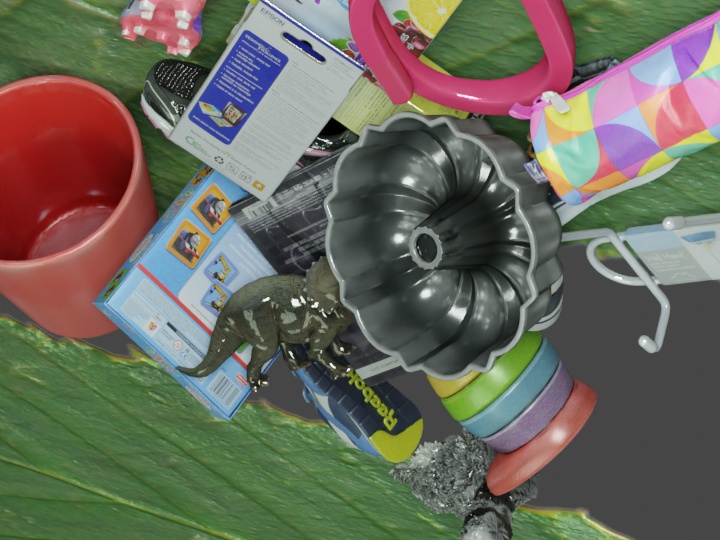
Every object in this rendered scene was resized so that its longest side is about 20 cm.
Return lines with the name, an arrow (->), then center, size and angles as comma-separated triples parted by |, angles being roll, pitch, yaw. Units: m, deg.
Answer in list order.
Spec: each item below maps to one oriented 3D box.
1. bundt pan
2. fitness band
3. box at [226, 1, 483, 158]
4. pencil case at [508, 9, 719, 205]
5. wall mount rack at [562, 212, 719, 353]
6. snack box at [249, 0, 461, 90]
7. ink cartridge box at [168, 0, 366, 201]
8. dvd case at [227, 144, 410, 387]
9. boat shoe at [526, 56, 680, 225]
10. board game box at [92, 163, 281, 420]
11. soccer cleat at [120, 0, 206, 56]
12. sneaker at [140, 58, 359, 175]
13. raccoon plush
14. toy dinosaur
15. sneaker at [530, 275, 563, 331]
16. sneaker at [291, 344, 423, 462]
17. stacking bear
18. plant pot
bundt pan -> 0.071, -0.025, 1.483 | 0.201, 0.075, 0.204 | 14, 112, 39
fitness band -> 0.071, -0.168, 1.372 | 0.142, 0.038, 0.200 | -8, 150, 18
box -> -0.002, -0.153, 1.538 | 0.199, 0.050, 0.075 | 33, 146, -5
pencil case -> 0.204, -0.115, 1.349 | 0.199, 0.089, 0.089 | -24, 122, 26
wall mount rack -> 0.235, -0.007, 1.510 | 0.199, 0.075, 0.174 | -8, 139, 42
snack box -> 0.001, -0.238, 1.409 | 0.168, 0.068, 0.200 | 33, 146, -6
ink cartridge box -> -0.069, -0.134, 1.512 | 0.094, 0.037, 0.200 | 33, 144, -7
dvd case -> 0.000, 0.000, 1.626 | 0.148, 0.016, 0.201 | -23, 112, 43
boat shoe -> 0.149, -0.093, 1.489 | 0.091, 0.071, 0.200 | 44, 137, -18
board game box -> -0.108, 0.000, 1.683 | 0.151, 0.201, 0.037 | 44, 162, -21
soccer cleat -> -0.147, -0.218, 1.544 | 0.066, 0.077, 0.200 | 17, 174, -7
sneaker -> -0.076, -0.134, 1.611 | 0.198, 0.081, 0.087 | 19, 140, -3
raccoon plush -> 0.077, 0.210, 1.829 | 0.133, 0.200, 0.097 | -31, 98, 31
toy dinosaur -> -0.060, 0.039, 1.623 | 0.198, 0.077, 0.103 | -9, 112, 22
sneaker -> 0.074, -0.019, 1.630 | 0.198, 0.079, 0.080 | 16, 145, 12
sneaker -> -0.025, 0.099, 1.861 | 0.082, 0.074, 0.201 | 4, 132, 58
stacking bear -> 0.098, 0.074, 1.710 | 0.200, 0.122, 0.114 | 45, 142, -8
plant pot -> -0.265, -0.042, 1.774 | 0.199, 0.202, 0.178 | 15, 153, 21
